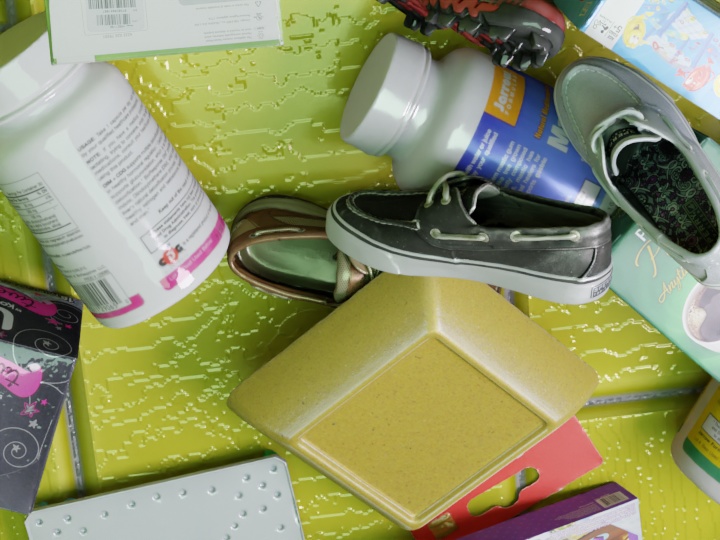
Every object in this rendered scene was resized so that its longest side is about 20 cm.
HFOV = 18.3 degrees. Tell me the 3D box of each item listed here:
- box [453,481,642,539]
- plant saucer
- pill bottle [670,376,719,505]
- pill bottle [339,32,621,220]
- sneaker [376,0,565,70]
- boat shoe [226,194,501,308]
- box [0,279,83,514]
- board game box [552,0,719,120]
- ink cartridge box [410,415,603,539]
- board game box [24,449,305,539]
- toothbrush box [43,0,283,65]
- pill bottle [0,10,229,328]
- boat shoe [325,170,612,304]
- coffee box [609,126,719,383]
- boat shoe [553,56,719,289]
[{"bbox_3d":[0.123,0.256,1.688,0.199,0.039,0.137,-17,113,-20],"label":"box"},{"bbox_3d":[0.041,0.099,1.578,0.200,0.049,0.200,-38,126,22],"label":"plant saucer"},{"bbox_3d":[0.322,0.079,1.630,0.112,0.113,0.200,25,107,-14],"label":"pill bottle"},{"bbox_3d":[0.092,-0.085,1.543,0.199,0.112,0.112,25,107,-15],"label":"pill bottle"},{"bbox_3d":[0.079,-0.194,1.465,0.071,0.200,0.098,33,91,-33],"label":"sneaker"},{"bbox_3d":[0.000,0.000,1.564,0.199,0.074,0.076,6,115,10],"label":"boat shoe"},{"bbox_3d":[-0.307,0.071,1.567,0.199,0.115,0.133,15,110,-11],"label":"box"},{"bbox_3d":[0.217,-0.154,1.480,0.195,0.200,0.056,30,103,-15],"label":"board game box"},{"bbox_3d":[0.070,0.116,1.657,0.161,0.050,0.200,-31,109,7],"label":"ink cartridge box"},{"bbox_3d":[-0.135,0.245,1.700,0.199,0.026,0.201,-13,112,-1],"label":"board game box"},{"bbox_3d":[-0.127,-0.203,1.429,0.145,0.200,0.086,-5,113,-4],"label":"toothbrush box"},{"bbox_3d":[-0.186,-0.070,1.523,0.113,0.113,0.200,-31,111,7],"label":"pill bottle"},{"bbox_3d":[0.071,-0.034,1.470,0.199,0.071,0.064,11,127,18],"label":"boat shoe"},{"bbox_3d":[0.258,0.009,1.517,0.200,0.044,0.123,38,97,-18],"label":"coffee box"},{"bbox_3d":[0.185,-0.073,1.438,0.070,0.201,0.071,-42,149,10],"label":"boat shoe"}]
